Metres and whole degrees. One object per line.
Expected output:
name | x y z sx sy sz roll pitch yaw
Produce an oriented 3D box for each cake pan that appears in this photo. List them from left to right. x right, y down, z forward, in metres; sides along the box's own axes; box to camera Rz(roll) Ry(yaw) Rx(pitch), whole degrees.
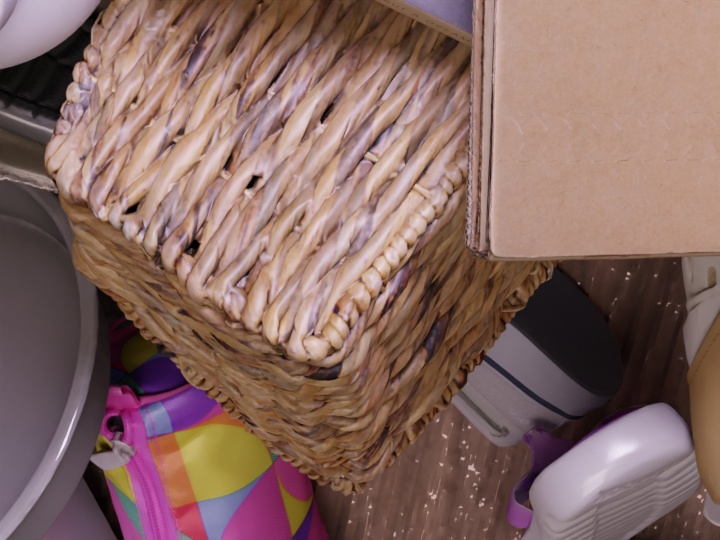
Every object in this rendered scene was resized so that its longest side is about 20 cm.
cake pan | -0.176 0.049 0.947 0.200 0.201 0.037 -17 147 20

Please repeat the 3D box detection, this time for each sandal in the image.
sandal | 0.084 0.074 0.934 0.082 0.203 0.050 -26 76 -12

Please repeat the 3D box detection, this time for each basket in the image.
basket | -0.003 -0.051 0.847 0.143 0.200 0.149 34 166 18

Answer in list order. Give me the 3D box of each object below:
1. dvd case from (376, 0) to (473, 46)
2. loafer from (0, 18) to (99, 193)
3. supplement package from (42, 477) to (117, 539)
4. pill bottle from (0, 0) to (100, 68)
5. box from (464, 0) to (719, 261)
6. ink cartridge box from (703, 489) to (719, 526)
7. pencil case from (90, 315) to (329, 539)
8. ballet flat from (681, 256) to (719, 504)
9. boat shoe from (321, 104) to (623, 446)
dvd case | 0.046 -0.142 0.757 0.200 0.016 0.149 24 82 -16
loafer | -0.164 -0.066 0.940 0.200 0.075 0.070 19 128 11
supplement package | -0.208 0.179 1.009 0.200 0.191 0.147 -10 129 18
pill bottle | -0.117 -0.135 0.807 0.111 0.200 0.111 5 121 9
box | 0.129 -0.086 0.734 0.200 0.021 0.164 -1 98 -17
ink cartridge box | 0.224 0.037 0.882 0.200 0.115 0.068 5 139 8
pencil case | -0.057 0.106 1.009 0.088 0.088 0.200 -9 119 17
ballet flat | 0.143 -0.019 0.860 0.063 0.069 0.200 25 79 9
boat shoe | 0.001 -0.003 0.944 0.202 0.075 0.086 40 124 -24
